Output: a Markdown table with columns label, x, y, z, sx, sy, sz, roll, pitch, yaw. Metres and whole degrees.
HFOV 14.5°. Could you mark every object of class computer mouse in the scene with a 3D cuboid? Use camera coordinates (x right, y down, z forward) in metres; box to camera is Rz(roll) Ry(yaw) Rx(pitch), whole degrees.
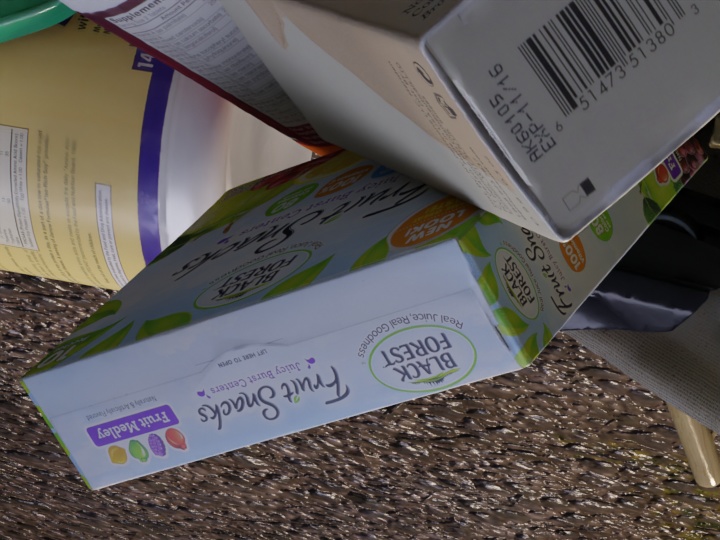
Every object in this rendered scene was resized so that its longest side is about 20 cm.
| label | x | y | z | sx | sy | sz | roll | pitch | yaw |
| --- | --- | --- | --- | --- | --- | --- | --- | --- | --- |
| computer mouse | 0.105 | -0.028 | 1.048 | 0.200 | 0.140 | 0.046 | 3 | 127 | 23 |

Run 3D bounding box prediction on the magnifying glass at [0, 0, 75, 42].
| label | x | y | z | sx | sy | sz | roll | pitch | yaw |
| --- | --- | --- | --- | --- | --- | --- | --- | --- | --- |
| magnifying glass | -0.171 | -0.093 | 1.065 | 0.080 | 0.200 | 0.022 | 45 | 173 | 14 |

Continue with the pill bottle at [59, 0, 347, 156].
| label | x | y | z | sx | sy | sz | roll | pitch | yaw |
| --- | --- | --- | --- | --- | --- | --- | --- | --- | --- |
| pill bottle | -0.051 | -0.125 | 0.999 | 0.200 | 0.110 | 0.109 | 30 | 156 | -34 |

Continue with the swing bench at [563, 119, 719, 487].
| label | x | y | z | sx | sy | sz | roll | pitch | yaw |
| --- | --- | --- | --- | --- | --- | --- | --- | --- | --- |
| swing bench | 0.195 | 0.040 | 1.138 | 0.199 | 0.130 | 0.200 | 36 | 176 | 44 |

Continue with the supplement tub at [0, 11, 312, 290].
| label | x | y | z | sx | sy | sz | roll | pitch | yaw |
| --- | --- | --- | --- | --- | --- | --- | --- | --- | --- |
| supplement tub | -0.130 | -0.070 | 1.152 | 0.200 | 0.146 | 0.145 | 10 | 159 | 14 |

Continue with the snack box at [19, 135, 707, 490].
| label | x | y | z | sx | sy | sz | roll | pitch | yaw |
| --- | --- | --- | --- | --- | --- | --- | --- | --- | --- |
| snack box | 0.000 | 0.000 | 0.951 | 0.200 | 0.142 | 0.053 | -18 | 109 | 39 |

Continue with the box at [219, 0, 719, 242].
| label | x | y | z | sx | sy | sz | roll | pitch | yaw |
| --- | --- | --- | --- | --- | --- | --- | --- | --- | --- |
| box | 0.034 | -0.081 | 0.871 | 0.078 | 0.095 | 0.200 | 52 | 169 | -22 |
